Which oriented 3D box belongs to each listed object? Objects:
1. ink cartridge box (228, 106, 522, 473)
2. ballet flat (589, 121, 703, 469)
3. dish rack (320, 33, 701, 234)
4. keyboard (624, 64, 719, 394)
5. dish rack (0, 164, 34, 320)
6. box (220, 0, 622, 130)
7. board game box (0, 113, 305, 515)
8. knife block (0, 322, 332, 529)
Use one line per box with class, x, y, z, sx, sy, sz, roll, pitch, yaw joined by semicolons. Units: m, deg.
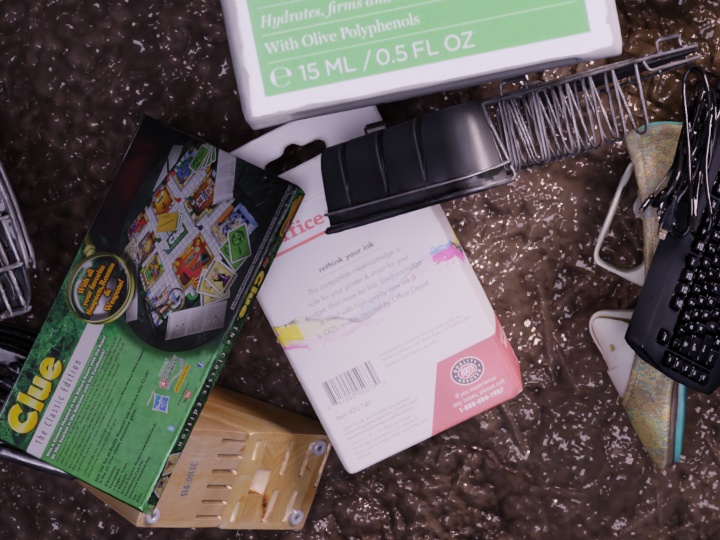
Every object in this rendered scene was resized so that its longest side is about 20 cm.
ink cartridge box;0.000;0.000;1.650;0.116;0.068;0.201;-25;101;7
ballet flat;0.165;0.012;1.648;0.070;0.071;0.202;6;97;1
dish rack;0.086;-0.077;1.555;0.199;0.153;0.055;-18;93;-34
keyboard;0.207;-0.035;1.599;0.104;0.040;0.201;24;83;-34
dish rack;-0.274;-0.025;1.623;0.199;0.055;0.154;-15;104;28
box;0.025;-0.180;1.491;0.198;0.200;0.173;-11;96;4
board game box;-0.119;0.024;1.593;0.104;0.023;0.201;26;87;13
knife block;-0.138;0.086;1.688;0.199;0.175;0.064;6;110;-45
